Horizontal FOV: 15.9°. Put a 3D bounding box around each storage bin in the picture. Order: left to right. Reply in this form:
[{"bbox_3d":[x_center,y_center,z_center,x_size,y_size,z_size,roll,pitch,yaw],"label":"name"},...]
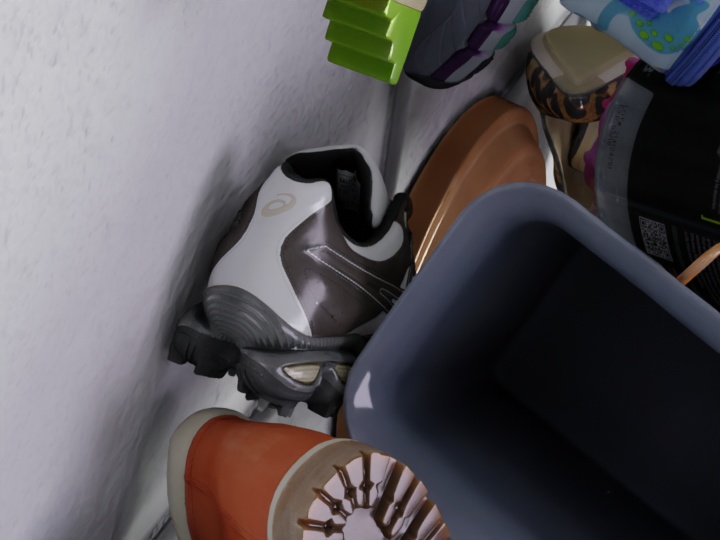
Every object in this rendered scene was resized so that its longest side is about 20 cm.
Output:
[{"bbox_3d":[0.117,0.055,0.962,0.146,0.200,0.134,-54,169,14],"label":"storage bin"}]

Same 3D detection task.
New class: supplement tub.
[{"bbox_3d":[0.193,-0.026,1.002,0.122,0.200,0.124,-9,108,-30],"label":"supplement tub"}]

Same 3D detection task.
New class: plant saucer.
[{"bbox_3d":[0.045,0.016,1.240,0.200,0.032,0.202,20,90,-74],"label":"plant saucer"}]

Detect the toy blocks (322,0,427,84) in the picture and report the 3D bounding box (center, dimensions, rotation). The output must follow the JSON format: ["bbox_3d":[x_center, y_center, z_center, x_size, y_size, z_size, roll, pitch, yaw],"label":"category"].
[{"bbox_3d":[-0.005,-0.168,0.771,0.136,0.099,0.201,11,100,-62],"label":"toy blocks"}]

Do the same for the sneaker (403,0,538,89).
[{"bbox_3d":[0.045,-0.159,0.995,0.200,0.087,0.075,-56,-158,39],"label":"sneaker"}]

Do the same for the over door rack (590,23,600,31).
[{"bbox_3d":[0.143,-0.209,1.241,0.200,0.066,0.149,-67,171,-65],"label":"over door rack"}]

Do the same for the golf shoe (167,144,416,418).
[{"bbox_3d":[0.000,0.000,0.993,0.200,0.077,0.095,-10,119,-73],"label":"golf shoe"}]

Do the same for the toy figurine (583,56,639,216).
[{"bbox_3d":[0.111,-0.008,1.139,0.200,0.149,0.185,18,91,-57],"label":"toy figurine"}]

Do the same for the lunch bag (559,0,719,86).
[{"bbox_3d":[0.159,-0.173,0.972,0.161,0.082,0.200,-57,180,-44],"label":"lunch bag"}]

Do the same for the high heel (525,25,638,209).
[{"bbox_3d":[0.119,-0.053,1.286,0.200,0.071,0.144,-51,145,-71],"label":"high heel"}]

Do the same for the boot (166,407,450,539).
[{"bbox_3d":[-0.004,0.131,0.956,0.075,0.107,0.201,-42,126,-27],"label":"boot"}]
